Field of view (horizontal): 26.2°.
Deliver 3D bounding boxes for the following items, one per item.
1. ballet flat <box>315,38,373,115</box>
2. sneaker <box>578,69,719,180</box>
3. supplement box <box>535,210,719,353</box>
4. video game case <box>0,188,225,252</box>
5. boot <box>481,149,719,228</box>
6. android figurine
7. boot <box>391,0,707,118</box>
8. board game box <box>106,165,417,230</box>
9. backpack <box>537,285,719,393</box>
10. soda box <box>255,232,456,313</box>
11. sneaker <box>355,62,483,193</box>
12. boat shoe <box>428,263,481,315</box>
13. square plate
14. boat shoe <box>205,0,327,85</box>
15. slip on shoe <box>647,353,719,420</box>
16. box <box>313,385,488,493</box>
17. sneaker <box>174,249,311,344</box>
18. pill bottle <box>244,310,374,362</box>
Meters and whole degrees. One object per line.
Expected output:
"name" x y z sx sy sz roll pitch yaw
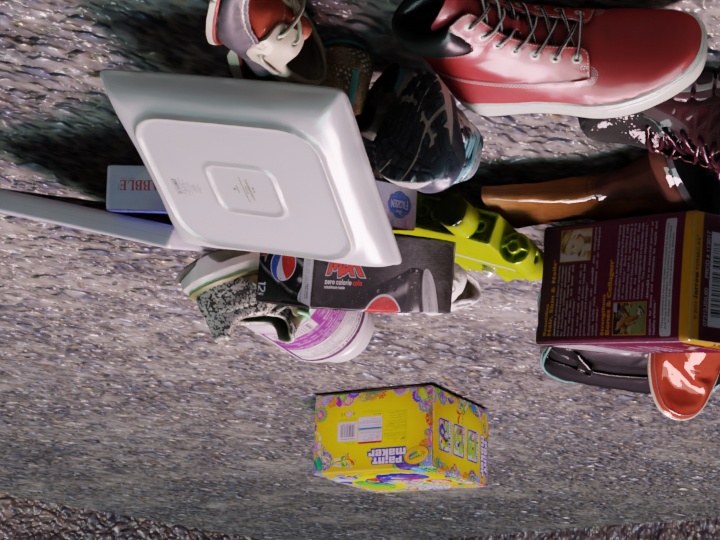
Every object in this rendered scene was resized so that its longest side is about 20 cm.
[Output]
"ballet flat" -0.056 -0.119 1.221 0.070 0.066 0.200 10 161 -25
"sneaker" 0.266 -0.091 1.191 0.199 0.116 0.076 -5 161 21
"supplement box" 0.250 0.014 1.355 0.085 0.111 0.200 9 172 -32
"video game case" -0.202 -0.041 1.401 0.199 0.023 0.182 13 -177 27
"boot" 0.205 -0.079 1.358 0.199 0.069 0.188 1 174 20
"android figurine" 0.092 -0.032 1.465 0.181 0.041 0.200 16 170 26
"boot" 0.128 -0.162 1.064 0.199 0.073 0.144 -4 161 29
"board game box" -0.081 -0.061 1.332 0.199 0.041 0.199 3 179 27
"backpack" 0.274 0.042 1.549 0.199 0.154 0.176 -4 157 -7
"soda box" 0.000 0.000 1.339 0.063 0.071 0.200 5 -179 40
"sneaker" 0.058 -0.098 1.131 0.086 0.078 0.200 29 -167 -17
"boat shoe" 0.076 0.004 1.603 0.069 0.071 0.200 -6 171 21
"square plate" -0.082 -0.068 1.161 0.197 0.029 0.200 7 145 21
"boat shoe" -0.062 -0.168 1.047 0.062 0.072 0.200 16 170 7
"slip on shoe" 0.314 0.054 1.426 0.074 0.201 0.061 9 -154 -7
"box" 0.063 0.255 2.312 0.199 0.123 0.192 -8 161 29
"sneaker" -0.065 0.022 1.382 0.199 0.089 0.077 -11 168 -29
"pill bottle" -0.058 0.034 1.634 0.112 0.113 0.200 -5 162 20
